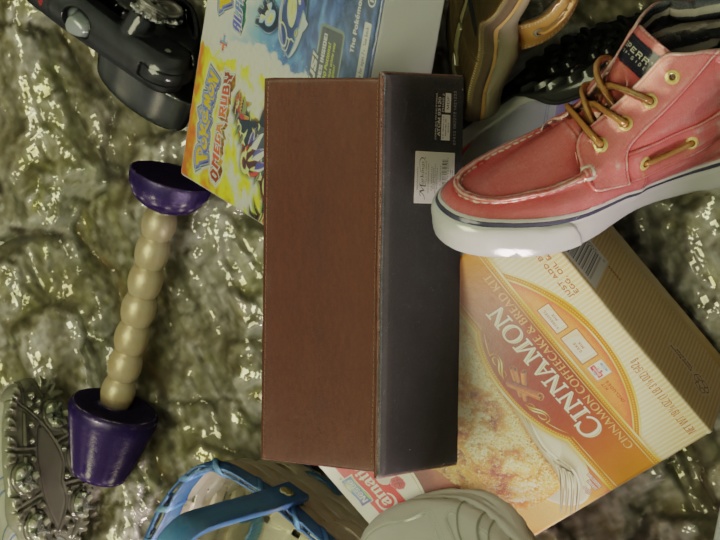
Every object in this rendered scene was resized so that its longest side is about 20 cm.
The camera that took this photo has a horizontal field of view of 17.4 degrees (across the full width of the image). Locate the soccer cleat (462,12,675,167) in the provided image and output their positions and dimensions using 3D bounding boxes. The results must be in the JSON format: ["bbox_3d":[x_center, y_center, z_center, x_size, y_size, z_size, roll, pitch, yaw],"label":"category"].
[{"bbox_3d":[0.098,-0.071,1.268,0.200,0.068,0.073,-28,110,26],"label":"soccer cleat"}]

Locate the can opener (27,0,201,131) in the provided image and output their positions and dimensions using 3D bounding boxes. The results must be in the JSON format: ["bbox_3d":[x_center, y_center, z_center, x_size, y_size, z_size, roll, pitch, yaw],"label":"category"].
[{"bbox_3d":[-0.171,-0.162,1.396,0.200,0.063,0.079,39,116,17],"label":"can opener"}]

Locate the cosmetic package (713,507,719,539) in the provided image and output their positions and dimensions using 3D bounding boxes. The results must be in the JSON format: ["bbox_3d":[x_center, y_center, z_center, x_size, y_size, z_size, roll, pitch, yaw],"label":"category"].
[{"bbox_3d":[0.293,0.093,1.146,0.200,0.123,0.199,17,108,25],"label":"cosmetic package"}]

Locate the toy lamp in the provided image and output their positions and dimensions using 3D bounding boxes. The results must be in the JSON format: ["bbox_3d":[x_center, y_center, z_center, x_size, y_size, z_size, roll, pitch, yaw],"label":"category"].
[{"bbox_3d":[-0.136,0.035,1.420,0.058,0.058,0.200,25,109,23],"label":"toy lamp"}]

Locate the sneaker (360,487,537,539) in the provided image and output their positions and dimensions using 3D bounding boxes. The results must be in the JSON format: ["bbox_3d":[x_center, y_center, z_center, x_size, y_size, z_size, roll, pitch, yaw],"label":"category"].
[{"bbox_3d":[0.059,0.172,1.203,0.200,0.099,0.078,17,119,44],"label":"sneaker"}]

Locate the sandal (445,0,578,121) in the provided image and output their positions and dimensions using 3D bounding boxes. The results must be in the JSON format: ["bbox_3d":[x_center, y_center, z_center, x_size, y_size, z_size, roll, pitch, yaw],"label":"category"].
[{"bbox_3d":[0.081,-0.140,1.164,0.054,0.200,0.080,-3,64,-8],"label":"sandal"}]

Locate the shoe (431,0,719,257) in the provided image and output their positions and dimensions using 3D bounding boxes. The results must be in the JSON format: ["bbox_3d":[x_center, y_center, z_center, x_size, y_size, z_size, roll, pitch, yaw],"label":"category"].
[{"bbox_3d":[0.124,-0.076,1.166,0.071,0.200,0.091,47,146,45],"label":"shoe"}]

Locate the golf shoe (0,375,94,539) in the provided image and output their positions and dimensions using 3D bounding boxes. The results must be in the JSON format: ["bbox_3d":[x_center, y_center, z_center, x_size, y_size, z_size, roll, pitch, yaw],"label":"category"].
[{"bbox_3d":[-0.217,0.167,1.481,0.097,0.078,0.200,-2,97,36],"label":"golf shoe"}]

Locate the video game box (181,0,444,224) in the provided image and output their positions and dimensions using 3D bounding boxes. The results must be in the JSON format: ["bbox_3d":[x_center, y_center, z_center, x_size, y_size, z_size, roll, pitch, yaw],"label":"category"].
[{"bbox_3d":[-0.027,-0.121,1.289,0.182,0.047,0.200,33,118,55],"label":"video game box"}]

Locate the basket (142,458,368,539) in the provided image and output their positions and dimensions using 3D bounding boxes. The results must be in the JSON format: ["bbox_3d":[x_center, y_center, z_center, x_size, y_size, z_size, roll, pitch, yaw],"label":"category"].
[{"bbox_3d":[-0.074,0.192,1.326,0.139,0.200,0.176,36,117,26],"label":"basket"}]

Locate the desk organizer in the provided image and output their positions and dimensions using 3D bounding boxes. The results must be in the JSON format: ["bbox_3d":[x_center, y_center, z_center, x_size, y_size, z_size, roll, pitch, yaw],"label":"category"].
[{"bbox_3d":[0.000,0.000,1.194,0.077,0.072,0.200,3,94,36],"label":"desk organizer"}]

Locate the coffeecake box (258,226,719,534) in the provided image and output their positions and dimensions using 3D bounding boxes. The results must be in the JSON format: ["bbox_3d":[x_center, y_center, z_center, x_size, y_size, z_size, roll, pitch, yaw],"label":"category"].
[{"bbox_3d":[0.071,0.060,1.270,0.200,0.073,0.154,-35,101,30],"label":"coffeecake box"}]
